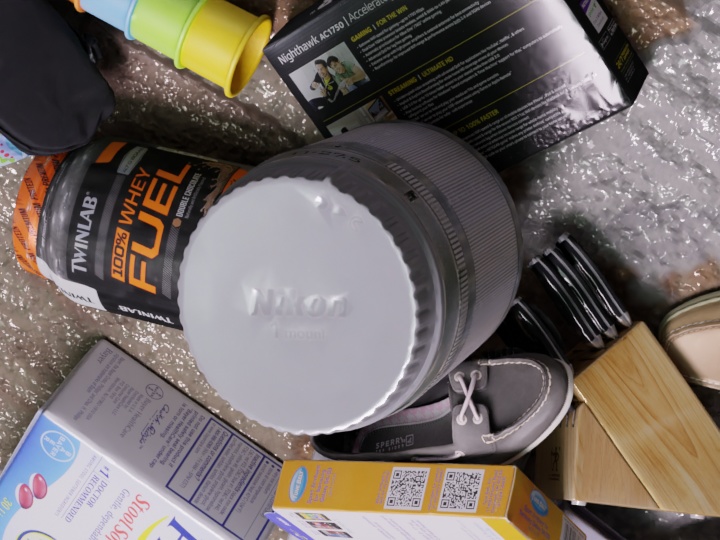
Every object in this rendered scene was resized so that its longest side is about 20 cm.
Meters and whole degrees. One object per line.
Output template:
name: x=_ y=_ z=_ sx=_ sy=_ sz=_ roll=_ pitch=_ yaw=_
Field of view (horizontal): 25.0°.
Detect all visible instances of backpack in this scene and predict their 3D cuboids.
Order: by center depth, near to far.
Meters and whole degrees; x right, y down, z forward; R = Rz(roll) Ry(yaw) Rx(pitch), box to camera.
backpack: x=-0.294 y=-0.144 z=1.104 sx=0.199 sy=0.154 sz=0.163 roll=26 pitch=160 yaw=38

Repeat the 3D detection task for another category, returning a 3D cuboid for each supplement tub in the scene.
supplement tub: x=-0.132 y=-0.023 z=1.129 sx=0.199 sy=0.123 sz=0.123 roll=13 pitch=126 yaw=14

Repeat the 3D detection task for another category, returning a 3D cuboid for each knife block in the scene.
knife block: x=0.178 y=0.072 z=1.091 sx=0.199 sy=0.177 sz=0.064 roll=9 pitch=172 yaw=-18

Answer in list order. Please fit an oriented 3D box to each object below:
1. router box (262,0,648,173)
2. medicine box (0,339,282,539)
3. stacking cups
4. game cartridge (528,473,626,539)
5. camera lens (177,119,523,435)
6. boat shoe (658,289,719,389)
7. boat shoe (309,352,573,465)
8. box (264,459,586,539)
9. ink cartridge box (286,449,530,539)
router box: x=0.057 y=-0.131 z=1.022 sx=0.199 sy=0.051 sz=0.150 roll=-25 pitch=109 yaw=35
medicine box: x=-0.184 y=0.191 z=1.306 sx=0.199 sy=0.103 sz=0.182 roll=35 pitch=128 yaw=-2
stacking cups: x=-0.158 y=-0.185 z=1.080 sx=0.199 sy=0.061 sz=0.061 roll=28 pitch=128 yaw=9
game cartridge: x=0.143 y=0.235 z=1.180 sx=0.129 sy=0.039 sz=0.200 roll=-38 pitch=126 yaw=19
camera lens: x=0.000 y=0.000 z=0.959 sx=0.159 sy=0.200 sz=0.161 roll=5 pitch=104 yaw=21
boat shoe: x=0.283 y=0.056 z=1.042 sx=0.199 sy=0.066 sz=0.074 roll=-2 pitch=123 yaw=29
boat shoe: x=0.047 y=0.097 z=1.044 sx=0.057 sy=0.067 sz=0.199 roll=19 pitch=150 yaw=-38
box: x=0.036 y=0.166 z=1.077 sx=0.199 sy=0.042 sz=0.119 roll=0 pitch=151 yaw=33
ink cartridge box: x=0.036 y=0.164 z=1.207 sx=0.146 sy=0.086 sz=0.201 roll=22 pitch=126 yaw=7
